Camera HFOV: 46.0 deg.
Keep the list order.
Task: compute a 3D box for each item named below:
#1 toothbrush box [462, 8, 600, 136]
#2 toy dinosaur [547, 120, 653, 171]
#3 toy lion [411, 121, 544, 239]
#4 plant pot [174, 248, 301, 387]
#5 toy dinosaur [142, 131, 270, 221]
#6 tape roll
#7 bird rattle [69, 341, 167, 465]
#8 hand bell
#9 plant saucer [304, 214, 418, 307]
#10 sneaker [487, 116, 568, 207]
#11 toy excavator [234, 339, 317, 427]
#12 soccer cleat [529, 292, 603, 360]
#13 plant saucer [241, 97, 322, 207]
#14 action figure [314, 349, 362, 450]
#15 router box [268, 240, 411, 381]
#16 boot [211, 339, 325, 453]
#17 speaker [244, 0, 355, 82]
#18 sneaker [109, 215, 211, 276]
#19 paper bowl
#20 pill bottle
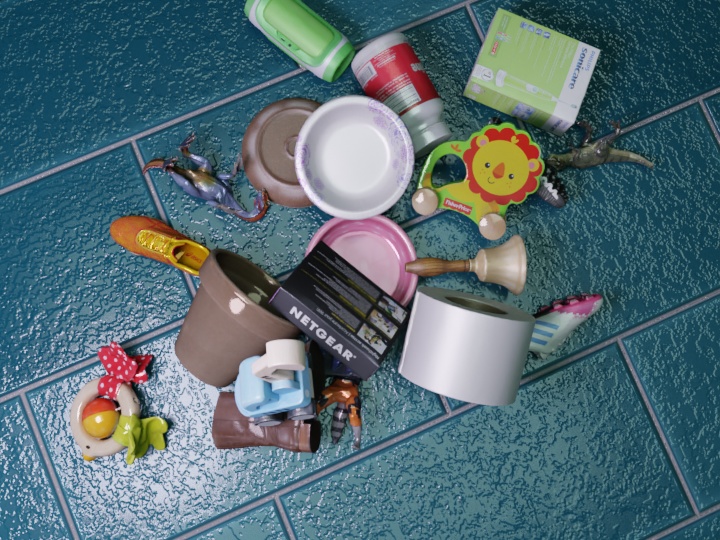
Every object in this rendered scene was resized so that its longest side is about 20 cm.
[{"bbox_3d":[0.304,-0.353,1.516,0.198,0.086,0.147,21,82,1],"label":"toothbrush box"},{"bbox_3d":[0.429,-0.225,1.526,0.197,0.047,0.089,-2,99,-2],"label":"toy dinosaur"},{"bbox_3d":[0.207,-0.166,1.453,0.198,0.069,0.194,20,108,5],"label":"toy lion"},{"bbox_3d":[-0.215,0.090,1.395,0.200,0.200,0.175,40,101,2],"label":"plant pot"},{"bbox_3d":[-0.251,-0.152,1.479,0.182,0.199,0.106,46,67,-32],"label":"toy dinosaur"},{"bbox_3d":[0.172,0.120,1.377,0.200,0.203,0.141,12,98,-1],"label":"tape roll"},{"bbox_3d":[-0.413,0.228,1.401,0.162,0.113,0.202,-26,81,11],"label":"bird rattle"},{"bbox_3d":[0.174,-0.009,1.451,0.197,0.104,0.105,-1,83,-6],"label":"hand bell"},{"bbox_3d":[0.000,0.000,1.469,0.198,0.051,0.203,1,82,-6],"label":"plant saucer"},{"bbox_3d":[0.278,-0.174,1.499,0.200,0.067,0.090,43,123,-3],"label":"sneaker"},{"bbox_3d":[-0.128,0.159,1.243,0.193,0.200,0.101,-16,68,26],"label":"toy excavator"},{"bbox_3d":[0.333,0.103,1.474,0.198,0.070,0.087,-20,94,0],"label":"soccer cleat"},{"bbox_3d":[-0.113,-0.214,1.501,0.198,0.037,0.203,0,83,-2],"label":"plant saucer"},{"bbox_3d":[-0.053,0.189,1.442,0.198,0.105,0.196,9,74,26],"label":"action figure"},{"bbox_3d":[-0.029,0.061,1.365,0.199,0.051,0.149,39,41,0],"label":"router box"},{"bbox_3d":[-0.160,0.206,1.400,0.198,0.064,0.189,-1,80,25],"label":"boot"},{"bbox_3d":[-0.108,-0.424,1.504,0.199,0.088,0.089,39,82,2],"label":"speaker"},{"bbox_3d":[-0.334,-0.048,1.448,0.198,0.077,0.074,19,84,1],"label":"sneaker"},{"bbox_3d":[-0.010,-0.189,1.427,0.198,0.104,0.203,0,98,-2],"label":"paper bowl"},{"bbox_3d":[0.076,-0.302,1.484,0.111,0.112,0.201,-28,85,-6],"label":"pill bottle"}]
